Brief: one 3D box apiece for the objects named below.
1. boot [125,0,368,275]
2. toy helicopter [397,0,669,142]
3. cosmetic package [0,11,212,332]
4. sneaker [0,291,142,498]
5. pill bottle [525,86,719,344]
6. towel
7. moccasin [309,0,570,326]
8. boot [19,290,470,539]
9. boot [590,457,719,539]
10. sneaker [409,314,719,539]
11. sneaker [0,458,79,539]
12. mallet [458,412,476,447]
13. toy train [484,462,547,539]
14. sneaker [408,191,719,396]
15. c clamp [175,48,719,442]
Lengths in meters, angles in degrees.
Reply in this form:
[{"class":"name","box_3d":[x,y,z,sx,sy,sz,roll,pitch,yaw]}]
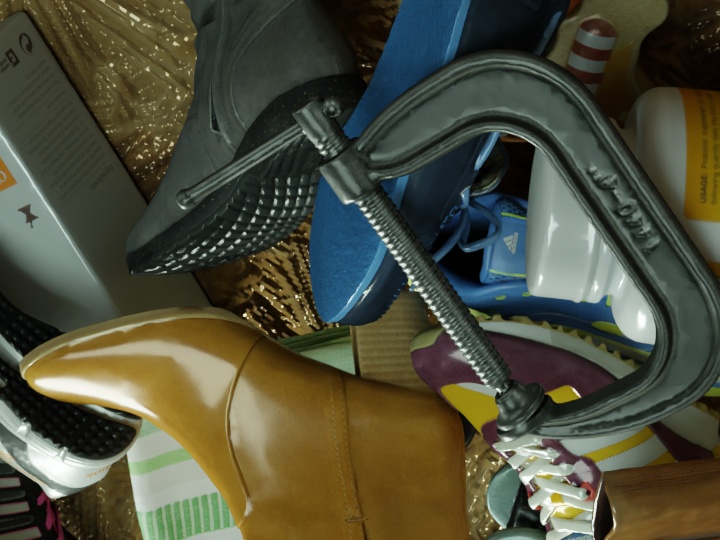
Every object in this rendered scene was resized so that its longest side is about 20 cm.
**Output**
[{"class":"boot","box_3d":[-0.063,-0.087,1.281,0.200,0.070,0.132,-39,66,47]},{"class":"toy helicopter","box_3d":[0.096,-0.079,1.224,0.200,0.079,0.132,40,121,-18]},{"class":"cosmetic package","box_3d":[-0.165,-0.015,1.374,0.101,0.071,0.201,-23,108,32]},{"class":"sneaker","box_3d":[-0.196,0.037,1.328,0.200,0.074,0.080,44,148,8]},{"class":"pill bottle","box_3d":[0.173,-0.019,1.165,0.199,0.109,0.110,5,123,-3]},{"class":"towel","box_3d":[-0.034,0.127,1.381,0.152,0.023,0.201,-13,118,-11]},{"class":"moccasin","box_3d":[0.036,-0.047,1.169,0.068,0.081,0.200,1,140,-26]},{"class":"boot","box_3d":[-0.052,0.090,1.251,0.200,0.071,0.145,-7,76,1]},{"class":"boot","box_3d":[0.201,0.128,1.220,0.199,0.069,0.189,-16,150,-4]},{"class":"sneaker","box_3d":[0.102,0.090,1.244,0.199,0.091,0.075,25,160,-25]},{"class":"sneaker","box_3d":[-0.187,0.110,1.453,0.087,0.074,0.200,-39,114,9]},{"class":"mallet","box_3d":[0.000,0.000,1.322,0.041,0.066,0.201,-26,84,-4]},{"class":"toy train","box_3d":[0.103,0.180,1.369,0.113,0.085,0.201,14,121,0]},{"class":"sneaker","box_3d":[0.102,0.010,1.242,0.199,0.105,0.076,11,89,19]},{"class":"c clamp","box_3d":[0.049,-0.004,1.128,0.171,0.027,0.200,-36,99,26]}]
